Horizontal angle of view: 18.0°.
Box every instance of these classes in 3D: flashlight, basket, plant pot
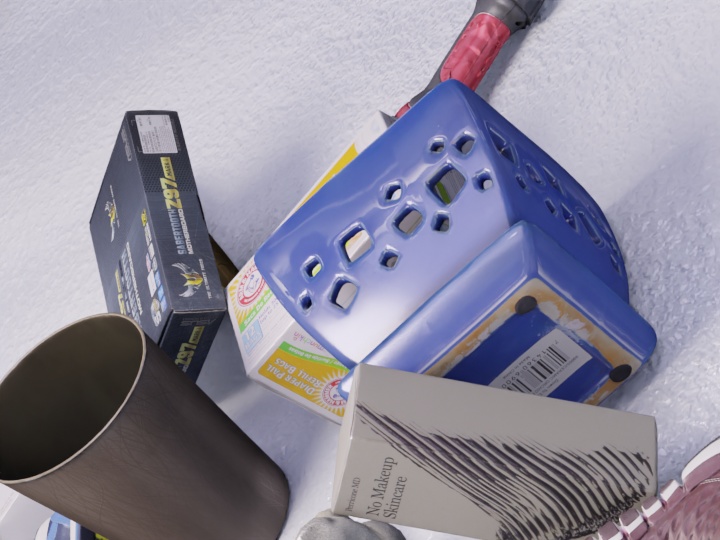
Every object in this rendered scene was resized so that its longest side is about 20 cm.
[{"bbox_3d":[0.086,-0.162,1.834,0.067,0.068,0.201,26,77,28],"label":"flashlight"},{"bbox_3d":[-0.157,0.144,1.702,0.179,0.200,0.137,-22,43,35],"label":"basket"},{"bbox_3d":[0.076,0.023,1.563,0.200,0.200,0.180,-41,42,12],"label":"plant pot"}]

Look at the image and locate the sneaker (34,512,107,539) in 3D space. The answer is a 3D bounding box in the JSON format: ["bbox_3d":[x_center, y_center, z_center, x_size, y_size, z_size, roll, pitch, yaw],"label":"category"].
[{"bbox_3d":[-0.237,0.268,1.795,0.082,0.074,0.201,-27,33,33],"label":"sneaker"}]

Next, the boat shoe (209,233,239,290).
[{"bbox_3d":[-0.163,-0.019,1.973,0.065,0.073,0.200,-42,35,2],"label":"boat shoe"}]

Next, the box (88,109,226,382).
[{"bbox_3d":[-0.169,-0.005,1.850,0.158,0.051,0.201,116,145,-51],"label":"box"}]

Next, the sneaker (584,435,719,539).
[{"bbox_3d":[0.196,0.194,1.370,0.200,0.076,0.116,-46,38,6],"label":"sneaker"}]

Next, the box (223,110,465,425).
[{"bbox_3d":[0.000,0.000,1.720,0.200,0.101,0.113,-49,33,20],"label":"box"}]

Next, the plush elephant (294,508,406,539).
[{"bbox_3d":[-0.023,0.236,1.492,0.199,0.154,0.166,9,76,47],"label":"plush elephant"}]

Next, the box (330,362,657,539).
[{"bbox_3d":[0.085,0.124,1.445,0.069,0.198,0.083,-84,4,-46],"label":"box"}]

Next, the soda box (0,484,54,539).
[{"bbox_3d":[-0.248,0.145,1.925,0.068,0.064,0.201,21,75,54],"label":"soda box"}]
